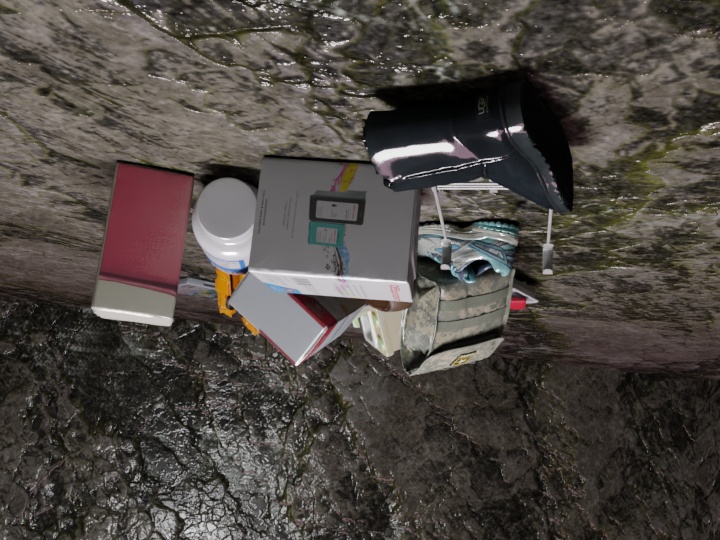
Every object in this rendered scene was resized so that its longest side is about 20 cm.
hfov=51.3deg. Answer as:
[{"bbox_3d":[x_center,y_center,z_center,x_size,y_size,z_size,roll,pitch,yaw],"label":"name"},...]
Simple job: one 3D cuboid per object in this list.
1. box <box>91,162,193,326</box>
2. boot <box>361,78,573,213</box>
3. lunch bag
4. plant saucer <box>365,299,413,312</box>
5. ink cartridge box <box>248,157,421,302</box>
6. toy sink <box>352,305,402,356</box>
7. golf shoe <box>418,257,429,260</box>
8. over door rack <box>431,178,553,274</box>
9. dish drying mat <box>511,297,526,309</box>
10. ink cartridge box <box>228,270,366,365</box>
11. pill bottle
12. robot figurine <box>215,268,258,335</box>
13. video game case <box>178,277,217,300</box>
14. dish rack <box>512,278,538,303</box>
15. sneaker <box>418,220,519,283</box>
[{"bbox_3d":[-0.303,-0.031,1.056,0.107,0.204,0.128,9,170,-14],"label":"box"},{"bbox_3d":[0.111,-0.110,0.743,0.166,0.078,0.200,-5,158,31],"label":"boot"},{"bbox_3d":[0.158,0.082,1.255,0.162,0.203,0.117,-9,-152,-27],"label":"lunch bag"},{"bbox_3d":[0.000,0.000,1.212,0.199,0.035,0.201,39,161,16],"label":"plant saucer"},{"bbox_3d":[-0.024,-0.048,0.966,0.196,0.149,0.147,5,169,7],"label":"ink cartridge box"},{"bbox_3d":[0.059,0.087,1.461,0.197,0.114,0.130,-18,-165,-16],"label":"toy sink"},{"bbox_3d":[0.071,-0.019,1.282,0.196,0.077,0.092,4,165,-2],"label":"golf shoe"},{"bbox_3d":[0.160,-0.075,0.894,0.145,0.067,0.201,3,148,13],"label":"over door rack"},{"bbox_3d":[0.240,0.064,1.543,0.196,0.019,0.077,4,169,12],"label":"dish drying mat"},{"bbox_3d":[-0.091,0.049,1.168,0.145,0.083,0.200,42,-163,8],"label":"ink cartridge box"},{"bbox_3d":[-0.179,-0.064,1.065,0.110,0.114,0.200,6,169,-5],"label":"pill bottle"},{"bbox_3d":[-0.205,0.006,1.307,0.144,0.203,0.058,28,-140,28],"label":"robot figurine"},{"bbox_3d":[-0.439,0.051,2.074,0.180,0.022,0.199,14,166,-36],"label":"video game case"},{"bbox_3d":[0.259,0.032,1.527,0.169,0.044,0.199,-2,167,32],"label":"dish rack"},{"bbox_3d":[0.147,-0.026,1.156,0.198,0.088,0.077,-3,166,39],"label":"sneaker"}]
